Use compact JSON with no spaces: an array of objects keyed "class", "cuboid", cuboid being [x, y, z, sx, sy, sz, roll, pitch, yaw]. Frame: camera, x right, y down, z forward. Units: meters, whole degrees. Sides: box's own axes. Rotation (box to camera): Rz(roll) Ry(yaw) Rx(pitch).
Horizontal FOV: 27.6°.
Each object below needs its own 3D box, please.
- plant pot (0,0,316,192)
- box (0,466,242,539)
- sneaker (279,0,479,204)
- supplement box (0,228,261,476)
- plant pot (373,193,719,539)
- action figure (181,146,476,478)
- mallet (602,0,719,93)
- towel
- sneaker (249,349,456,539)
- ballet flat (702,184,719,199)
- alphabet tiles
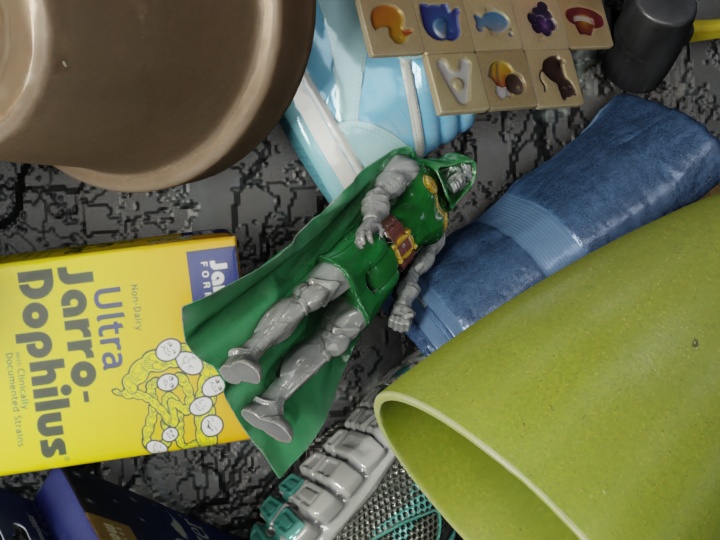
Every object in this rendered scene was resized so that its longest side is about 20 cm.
[{"class":"plant pot","cuboid":[-0.148,-0.126,0.714,0.199,0.174,0.201,7,106,25]},{"class":"box","cuboid":[-0.096,0.160,0.766,0.200,0.121,0.032,29,95,-32]},{"class":"sneaker","cuboid":[-0.004,-0.146,0.820,0.130,0.080,0.201,-28,106,-3]},{"class":"supplement box","cuboid":[-0.160,0.044,0.792,0.199,0.110,0.109,-8,95,-7]},{"class":"plant pot","cuboid":[0.141,0.060,0.727,0.200,0.187,0.187,-44,98,-15]},{"class":"action figure","cuboid":[0.000,0.000,0.772,0.200,0.055,0.118,-49,134,-31]},{"class":"mallet","cuboid":[0.241,-0.151,0.858,0.199,0.066,0.041,-12,60,-9]},{"class":"towel","cuboid":[0.105,-0.023,0.821,0.200,0.112,0.049,-36,109,-3]},{"class":"sneaker","cuboid":[0.030,0.116,0.838,0.200,0.078,0.091,-43,108,-14]},{"class":"ballet flat","cuboid":[0.147,0.016,0.860,0.072,0.068,0.200,39,87,12]},{"class":"alphabet tiles","cuboid":[0.059,-0.183,0.811,0.166,0.006,0.201,-8,79,-32]}]
